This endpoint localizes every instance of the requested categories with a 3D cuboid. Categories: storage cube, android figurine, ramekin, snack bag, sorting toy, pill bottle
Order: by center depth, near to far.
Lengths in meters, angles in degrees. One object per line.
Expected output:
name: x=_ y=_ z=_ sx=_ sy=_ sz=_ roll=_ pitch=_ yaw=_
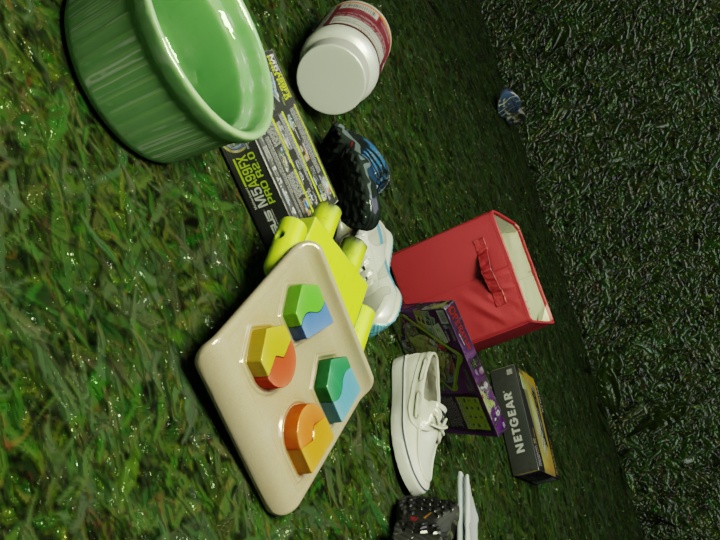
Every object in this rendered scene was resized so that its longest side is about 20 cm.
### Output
ramekin: x=-0.171 y=-0.196 z=0.786 sx=0.200 sy=0.097 sz=0.201 roll=52 pitch=27 yaw=-41
sorting toy: x=-0.056 y=0.095 z=0.822 sx=0.200 sy=0.036 sz=0.187 roll=-50 pitch=125 yaw=-49
android figurine: x=-0.046 y=0.031 z=0.922 sx=0.182 sy=0.041 sz=0.201 roll=54 pitch=43 yaw=-39
snack bag: x=0.145 y=0.393 z=1.122 sx=0.190 sy=0.021 sz=0.201 roll=-84 pitch=163 yaw=-48
pill bottle: x=-0.023 y=-0.300 z=1.232 sx=0.115 sy=0.113 sz=0.201 roll=61 pitch=23 yaw=-23
storage cube: x=0.169 y=0.029 z=1.331 sx=0.200 sy=0.178 sz=0.173 roll=10 pitch=60 yaw=-66

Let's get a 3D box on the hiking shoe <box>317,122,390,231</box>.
hiking shoe: x=0.008 y=-0.120 z=1.124 sx=0.086 sy=0.075 sz=0.201 roll=16 pitch=36 yaw=-26

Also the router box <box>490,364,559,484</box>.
router box: x=0.313 y=0.294 z=1.660 sx=0.157 sy=0.052 sz=0.202 roll=34 pitch=42 yaw=-58

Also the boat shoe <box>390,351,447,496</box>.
boat shoe: x=0.083 y=0.193 z=1.140 sx=0.072 sy=0.065 sz=0.201 roll=54 pitch=26 yaw=-39

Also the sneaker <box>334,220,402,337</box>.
sneaker: x=0.000 y=0.000 z=1.102 sx=0.081 sy=0.076 sz=0.201 roll=45 pitch=25 yaw=-36

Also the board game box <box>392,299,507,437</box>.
board game box: x=0.119 y=0.138 z=1.217 sx=0.032 sy=0.119 sz=0.202 roll=-36 pitch=108 yaw=-40

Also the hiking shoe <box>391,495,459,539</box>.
hiking shoe: x=0.070 y=0.326 z=1.012 sx=0.200 sy=0.075 sz=0.102 roll=-6 pitch=100 yaw=-75

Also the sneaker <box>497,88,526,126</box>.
sneaker: x=0.456 y=-0.524 z=2.730 sx=0.086 sy=0.076 sz=0.200 roll=68 pitch=11 yaw=21

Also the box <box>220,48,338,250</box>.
box: x=-0.102 y=-0.140 z=0.992 sx=0.202 sy=0.044 sz=0.160 roll=66 pitch=20 yaw=-14
